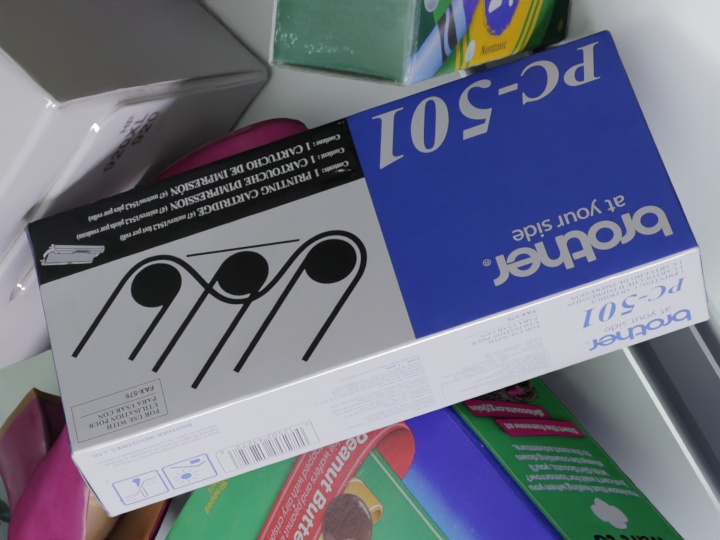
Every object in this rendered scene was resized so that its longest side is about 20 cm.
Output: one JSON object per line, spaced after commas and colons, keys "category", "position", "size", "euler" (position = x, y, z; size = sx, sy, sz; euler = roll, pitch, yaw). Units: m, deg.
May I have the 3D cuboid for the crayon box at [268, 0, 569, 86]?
{"category": "crayon box", "position": [0.028, -0.164, 0.707], "size": [0.052, 0.126, 0.200], "euler": [11, 106, 25]}

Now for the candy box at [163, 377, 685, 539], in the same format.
{"category": "candy box", "position": [0.025, 0.127, 0.766], "size": [0.200, 0.077, 0.169], "euler": [48, 118, 34]}

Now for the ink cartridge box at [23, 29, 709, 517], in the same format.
{"category": "ink cartridge box", "position": [0.000, 0.000, 0.733], "size": [0.200, 0.044, 0.094], "euler": [-18, 54, 2]}

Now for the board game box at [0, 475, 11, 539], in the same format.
{"category": "board game box", "position": [-0.193, 0.129, 0.925], "size": [0.200, 0.064, 0.148], "euler": [39, 115, 13]}

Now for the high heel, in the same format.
{"category": "high heel", "position": [-0.063, 0.042, 0.817], "size": [0.200, 0.067, 0.096], "euler": [-55, 45, 31]}

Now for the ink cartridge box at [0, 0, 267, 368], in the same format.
{"category": "ink cartridge box", "position": [-0.169, -0.075, 0.819], "size": [0.200, 0.145, 0.147], "euler": [44, 116, 13]}
